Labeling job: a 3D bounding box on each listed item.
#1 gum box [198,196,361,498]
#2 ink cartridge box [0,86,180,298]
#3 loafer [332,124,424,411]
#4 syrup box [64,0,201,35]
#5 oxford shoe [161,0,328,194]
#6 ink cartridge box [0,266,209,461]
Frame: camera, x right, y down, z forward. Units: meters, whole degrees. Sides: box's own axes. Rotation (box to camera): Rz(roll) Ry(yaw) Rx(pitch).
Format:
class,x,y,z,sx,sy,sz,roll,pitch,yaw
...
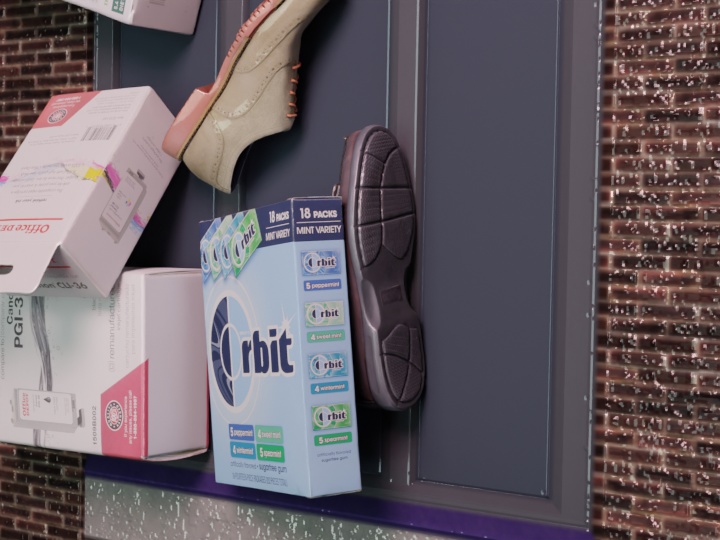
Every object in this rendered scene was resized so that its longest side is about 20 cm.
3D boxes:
class,x,y,z,sx,sy,sz,roll,pitch,yaw
gum box,-0.061,0.056,1.084,0.169,0.044,0.203,-9,86,62
ink cartridge box,-0.229,-0.045,1.163,0.115,0.068,0.201,0,52,36
loafer,0.000,0.000,1.066,0.062,0.071,0.203,-5,91,39
syrup box,-0.220,-0.256,1.210,0.198,0.081,0.080,23,103,32
oxford shoe,-0.067,-0.147,1.123,0.074,0.071,0.200,40,115,1
ink cartridge box,-0.221,0.071,1.215,0.198,0.082,0.149,1,92,35
